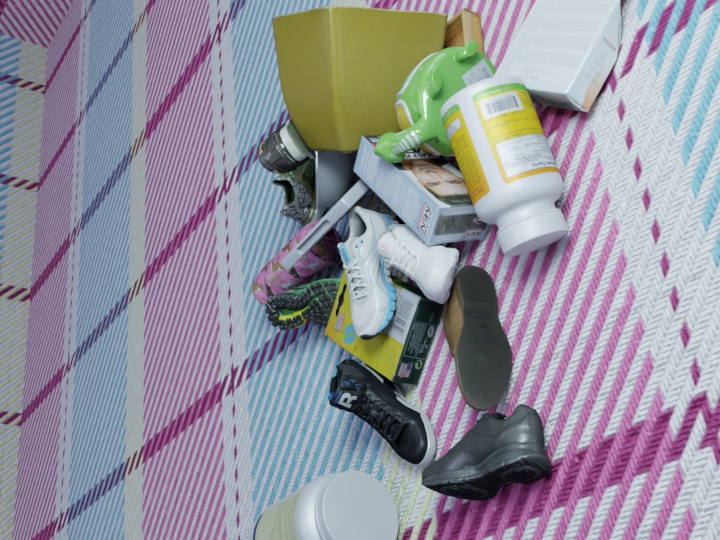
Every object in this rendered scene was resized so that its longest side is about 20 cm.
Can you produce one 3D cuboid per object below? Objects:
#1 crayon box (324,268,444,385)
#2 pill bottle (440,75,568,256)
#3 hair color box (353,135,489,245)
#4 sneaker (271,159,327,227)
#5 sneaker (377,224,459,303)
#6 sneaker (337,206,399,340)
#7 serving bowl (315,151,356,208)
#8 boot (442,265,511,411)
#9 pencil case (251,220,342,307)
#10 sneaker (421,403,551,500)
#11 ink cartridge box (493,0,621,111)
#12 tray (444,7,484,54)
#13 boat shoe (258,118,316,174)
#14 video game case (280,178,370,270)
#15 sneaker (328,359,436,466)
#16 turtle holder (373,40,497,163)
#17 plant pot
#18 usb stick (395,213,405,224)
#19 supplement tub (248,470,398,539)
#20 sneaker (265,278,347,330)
[{"bbox_3d":[0.030,0.071,1.440,0.200,0.051,0.127,29,104,53],"label":"crayon box"},{"bbox_3d":[0.180,-0.124,1.197,0.111,0.111,0.200,-33,71,49],"label":"pill bottle"},{"bbox_3d":[0.084,-0.115,1.347,0.200,0.099,0.061,49,134,42],"label":"hair color box"},{"bbox_3d":[-0.112,-0.166,1.728,0.077,0.088,0.200,-43,44,42],"label":"sneaker"},{"bbox_3d":[0.071,-0.014,1.321,0.200,0.099,0.078,-111,37,-74],"label":"sneaker"},{"bbox_3d":[0.000,0.000,1.389,0.075,0.087,0.200,-23,55,40],"label":"sneaker"},{"bbox_3d":[-0.041,-0.201,1.609,0.200,0.066,0.201,180,90,-86],"label":"serving bowl"},{"bbox_3d":[0.143,0.097,1.257,0.075,0.073,0.200,122,153,-51],"label":"boot"},{"bbox_3d":[-0.108,-0.006,1.663,0.200,0.086,0.083,-40,24,45],"label":"pencil case"},{"bbox_3d":[0.152,0.222,1.195,0.200,0.076,0.091,-29,45,42],"label":"sneaker"},{"bbox_3d":[0.268,-0.302,1.235,0.200,0.050,0.162,-58,32,-2],"label":"ink cartridge box"},{"bbox_3d":[0.109,-0.294,1.475,0.200,0.037,0.099,-33,52,48],"label":"tray"},{"bbox_3d":[-0.113,-0.185,1.495,0.061,0.072,0.201,-33,5,8],"label":"boat shoe"},{"bbox_3d":[-0.024,-0.099,1.510,0.182,0.022,0.200,-43,4,43],"label":"video game case"},{"bbox_3d":[0.017,0.199,1.365,0.073,0.112,0.200,-66,33,19],"label":"sneaker"},{"bbox_3d":[0.110,-0.209,1.330,0.132,0.141,0.186,-8,59,58],"label":"turtle holder"},{"bbox_3d":[-0.003,-0.274,1.445,0.194,0.195,0.201,15,108,59],"label":"plant pot"},{"bbox_3d":[0.076,-0.110,1.463,0.055,0.033,0.200,-18,63,62],"label":"usb stick"},{"bbox_3d":[-0.053,0.371,1.382,0.200,0.145,0.145,-40,47,45],"label":"supplement tub"},{"bbox_3d":[-0.061,0.042,1.582,0.200,0.085,0.078,-7,108,41],"label":"sneaker"}]
